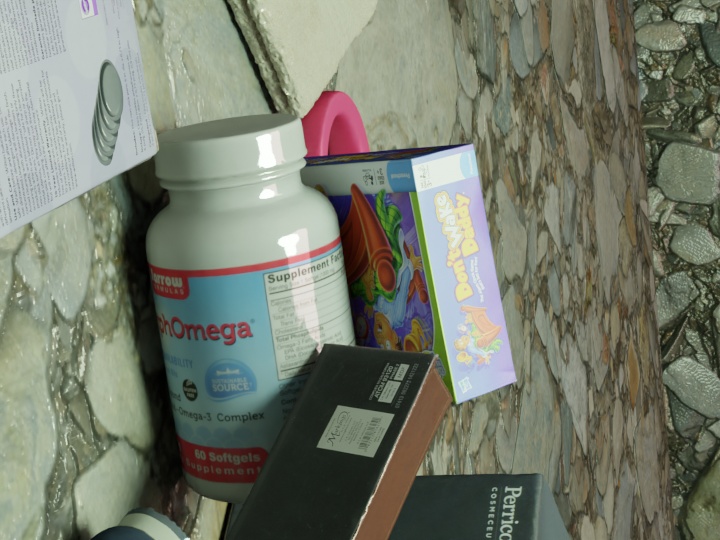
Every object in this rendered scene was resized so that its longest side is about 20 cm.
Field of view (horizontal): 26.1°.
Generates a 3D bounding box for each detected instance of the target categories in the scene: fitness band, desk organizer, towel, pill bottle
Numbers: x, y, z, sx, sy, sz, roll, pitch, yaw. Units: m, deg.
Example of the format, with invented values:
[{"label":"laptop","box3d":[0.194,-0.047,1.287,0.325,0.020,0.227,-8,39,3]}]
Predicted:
[{"label":"fitness band","box3d":[-0.017,-0.028,1.112,0.144,0.037,0.201,-40,126,-67]},{"label":"desk organizer","box3d":[-0.014,0.141,0.781,0.077,0.072,0.200,58,47,-41]},{"label":"towel","box3d":[-0.048,-0.211,1.020,0.133,0.034,0.200,-59,145,-33]},{"label":"pill bottle","box3d":[-0.060,0.019,0.864,0.109,0.108,0.201,-41,125,-67]}]

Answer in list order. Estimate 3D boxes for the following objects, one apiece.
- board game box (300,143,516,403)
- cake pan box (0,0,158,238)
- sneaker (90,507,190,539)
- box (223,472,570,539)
[{"label":"board game box","box3d":[0.000,0.000,0.909,0.045,0.200,0.135,-17,100,-33]},{"label":"cake pan box","box3d":[-0.161,-0.123,0.680,0.184,0.052,0.201,-51,135,-66]},{"label":"sneaker","box3d":[-0.111,0.223,0.769,0.082,0.070,0.201,-33,116,-50]},{"label":"box","box3d":[0.016,0.231,0.911,0.118,0.199,0.197,65,28,-47]}]
